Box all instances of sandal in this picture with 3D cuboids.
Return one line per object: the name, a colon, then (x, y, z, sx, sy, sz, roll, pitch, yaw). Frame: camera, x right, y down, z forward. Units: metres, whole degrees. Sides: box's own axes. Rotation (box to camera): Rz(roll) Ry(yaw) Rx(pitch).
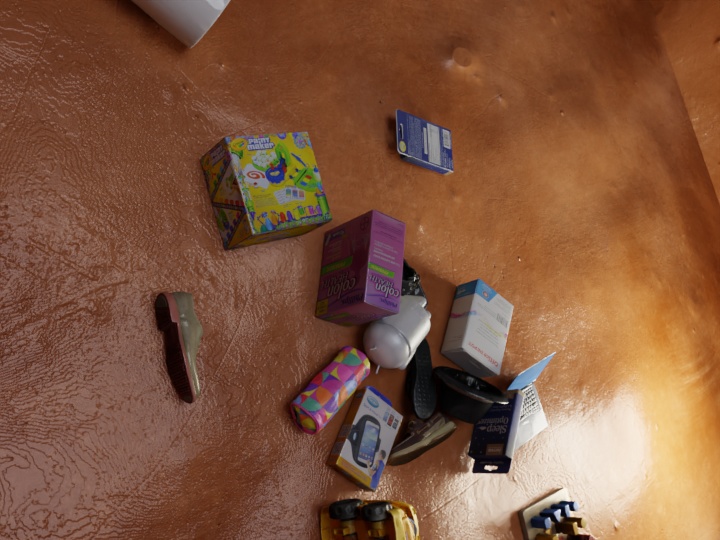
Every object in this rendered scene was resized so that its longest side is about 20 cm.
sandal: (0.135, 0.252, 1.541, 0.075, 0.048, 0.203, 25, 50, -32)

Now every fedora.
fedora: (0.247, 0.301, 1.561, 0.198, 0.200, 0.093, 19, 96, -34)

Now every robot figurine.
robot figurine: (0.080, 0.137, 1.478, 0.200, 0.112, 0.171, -47, 124, -37)

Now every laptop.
laptop: (0.445, 0.341, 1.717, 0.186, 0.115, 0.203, -18, 89, -40)

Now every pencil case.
pencil case: (-0.061, 0.241, 1.356, 0.200, 0.088, 0.089, -44, 105, -40)

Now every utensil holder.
utensil holder: (-0.364, -0.560, 1.284, 0.199, 0.169, 0.172, 38, 56, -28)

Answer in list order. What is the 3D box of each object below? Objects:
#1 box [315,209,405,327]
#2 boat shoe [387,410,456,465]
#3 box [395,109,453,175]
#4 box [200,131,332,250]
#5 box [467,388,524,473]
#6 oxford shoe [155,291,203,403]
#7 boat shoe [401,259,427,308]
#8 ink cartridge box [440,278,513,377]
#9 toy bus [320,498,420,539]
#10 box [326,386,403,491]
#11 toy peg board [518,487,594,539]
box: (0.000, 0.000, 1.411, 0.096, 0.175, 0.203, 19, 67, -34)
boat shoe: (0.127, 0.370, 1.490, 0.198, 0.073, 0.072, -20, 59, -33)
box: (0.159, -0.331, 1.721, 0.198, 0.032, 0.123, 12, 70, -38)
box: (-0.188, -0.163, 1.339, 0.198, 0.121, 0.196, -13, 86, -40)
box: (0.324, 0.387, 1.601, 0.032, 0.120, 0.202, 34, 58, -27)
oxford shoe: (-0.307, 0.134, 1.191, 0.074, 0.070, 0.204, -8, 83, -45)
boat shoe: (0.105, 0.015, 1.564, 0.070, 0.066, 0.201, -45, 106, -38)
ink cartridge box: (0.295, 0.149, 1.670, 0.144, 0.084, 0.202, 35, 56, -26)
toy bus: (0.049, 0.509, 1.298, 0.190, 0.198, 0.138, 2, 76, -46)
box: (0.017, 0.349, 1.414, 0.119, 0.041, 0.202, 40, 58, -24)
toy peg board: (0.521, 0.685, 1.692, 0.198, 0.097, 0.203, -7, 82, -41)
